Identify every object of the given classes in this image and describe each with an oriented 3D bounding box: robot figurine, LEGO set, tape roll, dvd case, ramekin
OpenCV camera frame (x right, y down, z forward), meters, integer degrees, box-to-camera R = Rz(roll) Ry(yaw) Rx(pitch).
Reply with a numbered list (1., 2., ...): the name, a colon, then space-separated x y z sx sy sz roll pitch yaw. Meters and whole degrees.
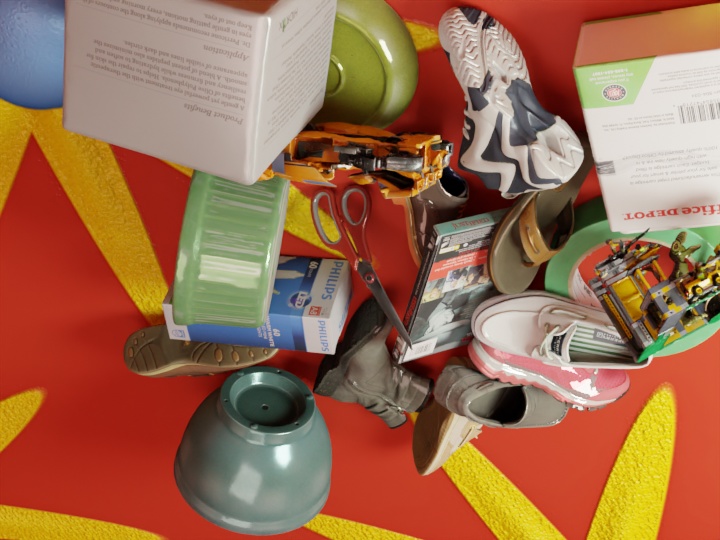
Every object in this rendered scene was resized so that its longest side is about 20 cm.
1. robot figurine: -0.006 -0.112 1.359 0.199 0.145 0.059 9 107 21
2. LEGO set: 0.302 -0.004 1.341 0.153 0.116 0.200 -30 163 0
3. tape roll: 0.300 0.007 1.472 0.199 0.048 0.201 9 132 10
4. dvd case: 0.119 0.014 1.491 0.145 0.022 0.201 -14 140 -27
5. ramekin: -0.135 -0.033 1.470 0.097 0.201 0.201 10 133 -2

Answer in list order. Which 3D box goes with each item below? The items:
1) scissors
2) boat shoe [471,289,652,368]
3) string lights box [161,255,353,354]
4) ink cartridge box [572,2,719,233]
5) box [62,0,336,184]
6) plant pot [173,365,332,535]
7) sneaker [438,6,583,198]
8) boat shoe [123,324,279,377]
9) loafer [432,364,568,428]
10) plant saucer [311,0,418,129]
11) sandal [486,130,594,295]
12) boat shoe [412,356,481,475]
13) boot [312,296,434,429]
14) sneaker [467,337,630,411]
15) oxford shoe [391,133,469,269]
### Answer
1. scissors: 0.000 0.000 1.501 0.073 0.014 0.201 -19 85 17
2. boat shoe: 0.217 0.066 1.461 0.199 0.067 0.074 2 111 8
3. string lights box: -0.116 0.034 1.583 0.199 0.103 0.059 4 132 13
4. ink cartridge box: 0.296 -0.142 1.313 0.145 0.084 0.201 -5 130 20
5. box: -0.144 -0.214 1.272 0.198 0.200 0.172 17 123 12
6. plant pot: -0.123 0.204 1.681 0.199 0.201 0.135 16 127 2
7. sneaker: 0.120 -0.155 1.357 0.199 0.080 0.129 49 145 -7
8. boat shoe: -0.191 0.095 1.693 0.199 0.073 0.068 -8 162 13
9. loafer: 0.172 0.155 1.580 0.199 0.070 0.070 10 108 -37
10. plant saucer: -0.041 -0.207 1.394 0.199 0.031 0.201 8 132 9
11. sandal: 0.193 -0.050 1.410 0.080 0.054 0.201 1 128 -39
12. boat shoe: 0.119 0.181 1.666 0.069 0.074 0.201 1 139 -21
13. boot: 0.035 0.112 1.644 0.130 0.068 0.200 23 141 -11
14. sneaker: 0.225 0.096 1.544 0.199 0.074 0.087 15 124 -16
15. oxford shoe: 0.085 -0.057 1.465 0.072 0.072 0.201 -11 127 18
